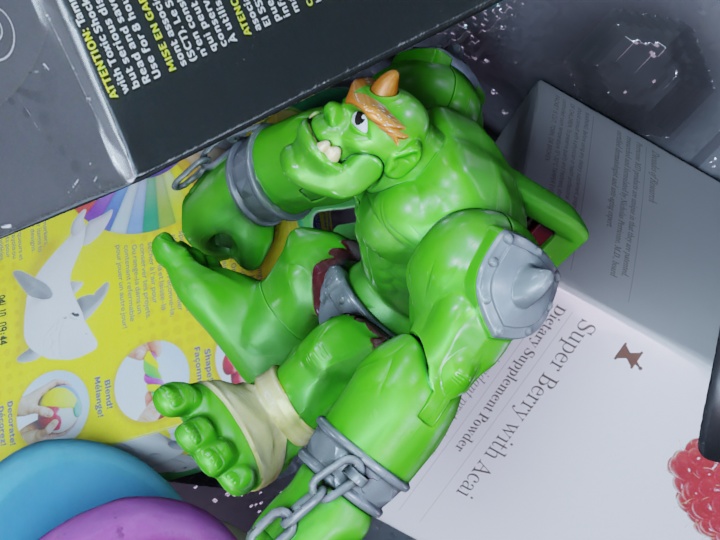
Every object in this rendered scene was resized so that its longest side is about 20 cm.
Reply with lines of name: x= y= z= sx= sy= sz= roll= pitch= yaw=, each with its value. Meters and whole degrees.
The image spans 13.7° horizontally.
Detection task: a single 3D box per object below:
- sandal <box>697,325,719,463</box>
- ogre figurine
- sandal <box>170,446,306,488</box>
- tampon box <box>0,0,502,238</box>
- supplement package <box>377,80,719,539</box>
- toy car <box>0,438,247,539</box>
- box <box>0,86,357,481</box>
sandal: x=0.143 y=-0.032 z=0.952 sx=0.045 sy=0.201 sz=0.075 roll=7 pitch=160 yaw=10
ogre figurine: x=0.000 y=0.000 z=0.920 sx=0.120 sy=0.200 sz=0.098 roll=-41 pitch=102 yaw=15
sandal: x=-0.088 y=0.044 z=1.121 sx=0.199 sy=0.043 sz=0.076 roll=-9 pitch=114 yaw=26
tampon box: x=-0.074 y=-0.095 z=0.890 sx=0.149 sy=0.200 sz=0.127 roll=-20 pitch=96 yaw=43
supplement package: x=0.112 y=0.052 z=1.037 sx=0.199 sy=0.120 sz=0.122 roll=28 pitch=122 yaw=-9
toy car: x=-0.081 y=0.141 z=0.973 sx=0.174 sy=0.201 sz=0.150 roll=-8 pitch=139 yaw=-25
box: x=-0.080 y=0.015 z=1.051 sx=0.199 sy=0.118 sz=0.048 roll=-17 pitch=153 yaw=21
